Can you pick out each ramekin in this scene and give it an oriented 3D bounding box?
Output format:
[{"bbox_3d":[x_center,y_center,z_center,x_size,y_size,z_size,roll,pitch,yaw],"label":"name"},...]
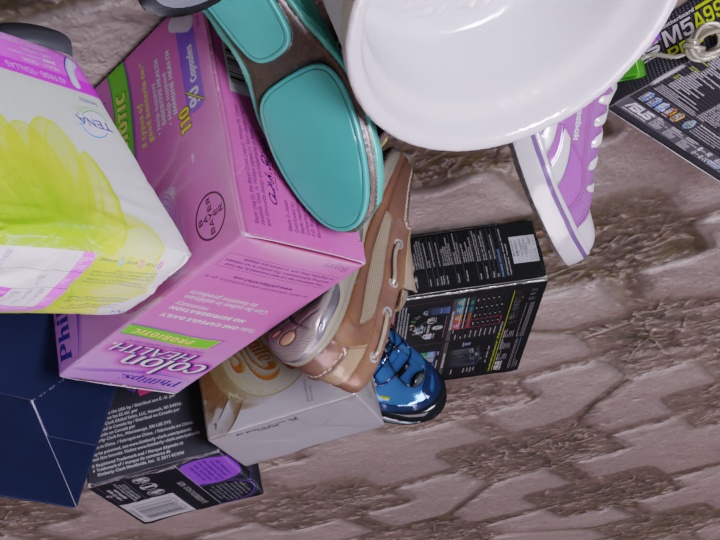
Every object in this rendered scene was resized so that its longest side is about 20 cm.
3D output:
[{"bbox_3d":[0.069,-0.171,0.754,0.199,0.098,0.201,-16,142,-13],"label":"ramekin"}]

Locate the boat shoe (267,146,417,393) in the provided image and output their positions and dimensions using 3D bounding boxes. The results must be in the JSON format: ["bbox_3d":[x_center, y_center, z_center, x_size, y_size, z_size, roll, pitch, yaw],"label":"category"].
[{"bbox_3d":[0.000,0.000,0.930,0.072,0.201,0.076,41,137,-20],"label":"boat shoe"}]

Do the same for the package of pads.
[{"bbox_3d":[-0.184,-0.052,0.724,0.068,0.155,0.200,-36,166,17],"label":"package of pads"}]

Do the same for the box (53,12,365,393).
[{"bbox_3d":[-0.109,-0.045,0.886,0.096,0.177,0.200,12,145,-40],"label":"box"}]

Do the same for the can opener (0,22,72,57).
[{"bbox_3d":[-0.274,-0.120,0.836,0.198,0.053,0.067,-2,120,-17],"label":"can opener"}]

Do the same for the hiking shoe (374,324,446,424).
[{"bbox_3d":[-0.009,0.053,1.124,0.199,0.075,0.087,37,155,-4],"label":"hiking shoe"}]

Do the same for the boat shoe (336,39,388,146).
[{"bbox_3d":[0.011,-0.130,0.899,0.071,0.060,0.200,2,151,-26],"label":"boat shoe"}]

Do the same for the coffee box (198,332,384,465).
[{"bbox_3d":[-0.062,0.025,1.016,0.113,0.202,0.080,-16,154,11],"label":"coffee box"}]

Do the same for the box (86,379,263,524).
[{"bbox_3d":[-0.153,0.077,1.081,0.105,0.202,0.122,-15,153,7],"label":"box"}]

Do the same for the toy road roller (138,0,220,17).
[{"bbox_3d":[-0.059,-0.225,0.627,0.145,0.124,0.200,-22,157,-11],"label":"toy road roller"}]

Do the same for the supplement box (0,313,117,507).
[{"bbox_3d":[-0.303,0.056,0.952,0.199,0.135,0.199,17,177,42],"label":"supplement box"}]

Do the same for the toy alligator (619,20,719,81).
[{"bbox_3d":[0.149,-0.136,0.951,0.198,0.060,0.054,-13,-166,10],"label":"toy alligator"}]

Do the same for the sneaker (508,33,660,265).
[{"bbox_3d":[0.146,-0.105,0.896,0.113,0.073,0.202,-18,113,3],"label":"sneaker"}]

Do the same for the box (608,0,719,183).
[{"bbox_3d":[0.287,-0.140,1.010,0.160,0.045,0.199,-30,148,31],"label":"box"}]

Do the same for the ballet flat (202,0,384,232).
[{"bbox_3d":[-0.035,-0.120,0.790,0.067,0.201,0.070,-22,-166,30],"label":"ballet flat"}]

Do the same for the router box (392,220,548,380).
[{"bbox_3d":[0.076,0.036,1.247,0.148,0.063,0.200,-8,153,-7],"label":"router box"}]
